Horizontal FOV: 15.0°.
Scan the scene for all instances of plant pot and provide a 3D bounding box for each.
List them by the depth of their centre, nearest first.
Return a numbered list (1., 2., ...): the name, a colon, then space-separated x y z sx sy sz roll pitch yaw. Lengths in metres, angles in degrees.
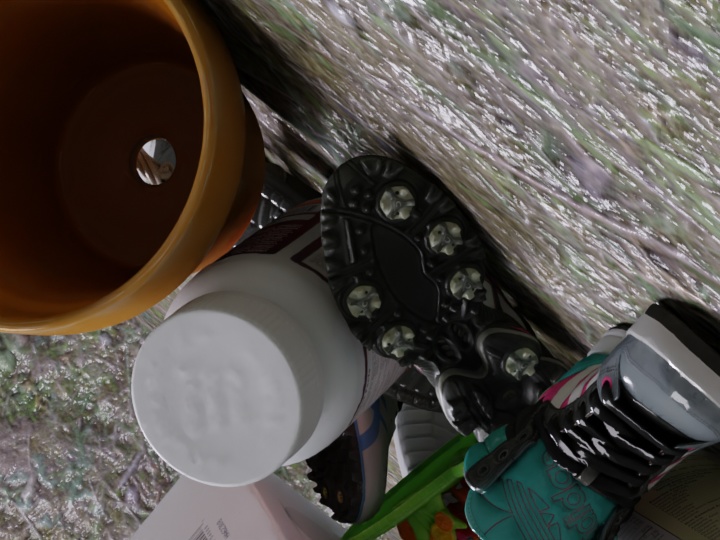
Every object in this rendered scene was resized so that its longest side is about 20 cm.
1. plant pot: -0.138 -0.063 1.421 0.200 0.201 0.183 39 -172 16

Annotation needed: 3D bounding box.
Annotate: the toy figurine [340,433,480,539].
1. toy figurine: 0.112 0.171 1.519 0.184 0.150 0.200 52 148 0

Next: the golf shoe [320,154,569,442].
1. golf shoe: 0.030 0.010 1.364 0.200 0.077 0.088 54 -179 -37

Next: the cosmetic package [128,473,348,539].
1. cosmetic package: -0.025 0.224 1.546 0.200 0.123 0.199 38 -175 -22

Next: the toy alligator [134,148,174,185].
1. toy alligator: -0.068 -0.041 1.597 0.059 0.054 0.200 62 -170 28

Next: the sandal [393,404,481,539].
1. sandal: 0.053 0.142 1.660 0.082 0.050 0.203 16 -136 -21

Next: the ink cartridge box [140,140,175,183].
1. ink cartridge box: -0.180 -0.139 1.588 0.200 0.050 0.109 41 158 8

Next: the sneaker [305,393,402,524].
1. sneaker: 0.004 0.065 1.572 0.072 0.072 0.201 11 -139 -13

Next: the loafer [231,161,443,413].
1. loafer: 0.000 0.000 1.525 0.200 0.075 0.070 40 -156 6

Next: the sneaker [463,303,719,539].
1. sneaker: 0.103 0.081 1.194 0.084 0.121 0.200 41 172 0

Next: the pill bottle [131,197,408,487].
1. pill bottle: -0.038 0.036 1.400 0.109 0.110 0.200 41 -156 5

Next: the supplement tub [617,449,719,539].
1. supplement tub: 0.164 0.167 1.280 0.145 0.145 0.200 46 172 -29
